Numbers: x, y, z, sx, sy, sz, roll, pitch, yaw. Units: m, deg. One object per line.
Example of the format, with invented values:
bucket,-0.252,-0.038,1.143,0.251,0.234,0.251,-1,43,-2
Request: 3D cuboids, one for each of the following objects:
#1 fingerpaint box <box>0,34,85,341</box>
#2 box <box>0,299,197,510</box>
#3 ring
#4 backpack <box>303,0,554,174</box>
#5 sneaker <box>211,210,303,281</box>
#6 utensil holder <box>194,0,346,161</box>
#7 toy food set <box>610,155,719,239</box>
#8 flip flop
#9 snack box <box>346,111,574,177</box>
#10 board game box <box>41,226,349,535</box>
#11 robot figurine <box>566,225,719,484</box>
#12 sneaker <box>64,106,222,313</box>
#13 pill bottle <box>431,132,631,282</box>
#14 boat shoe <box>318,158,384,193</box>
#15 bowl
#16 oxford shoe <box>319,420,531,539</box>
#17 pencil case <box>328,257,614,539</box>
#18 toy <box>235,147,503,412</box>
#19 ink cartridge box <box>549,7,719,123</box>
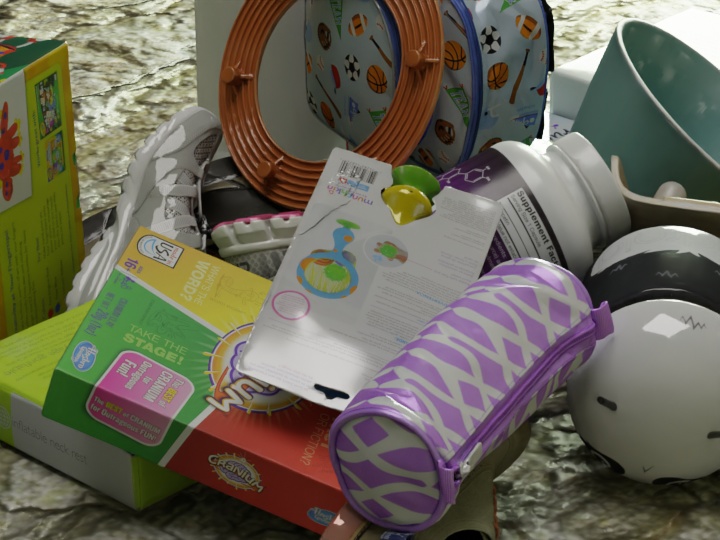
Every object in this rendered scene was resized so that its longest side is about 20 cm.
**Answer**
fingerpaint box,-0.258,-0.036,1.680,0.073,0.201,0.167,8,27,23
box,-0.147,0.085,1.591,0.199,0.048,0.122,22,34,39
ring,-0.026,-0.141,1.781,0.200,0.201,0.019,19,2,38
backpack,0.051,-0.165,1.850,0.154,0.201,0.190,-27,40,-30
sneaker,0.000,0.000,1.728,0.199,0.088,0.074,-5,4,-6
utensil holder,-0.051,-0.191,2.006,0.169,0.201,0.170,-1,24,1
toy food set,0.270,-0.018,1.669,0.199,0.144,0.061,9,59,22
flip flop,-0.120,-0.024,1.826,0.199,0.058,0.081,-22,45,-8
snack box,0.107,-0.077,1.926,0.142,0.053,0.200,-25,34,-38
board game box,-0.071,0.067,1.520,0.199,0.040,0.153,23,39,1
robot figurine,0.190,0.051,1.565,0.150,0.125,0.200,-26,18,19
sneaker,-0.132,-0.022,1.753,0.082,0.075,0.201,19,64,9
pill bottle,0.072,-0.010,1.645,0.199,0.113,0.112,-29,31,-9
boat shoe,0.052,-0.032,1.816,0.199,0.072,0.065,23,28,31
bowl,0.224,-0.072,1.793,0.200,0.105,0.201,34,25,-18
oxford shoe,0.052,0.141,1.458,0.074,0.071,0.200,31,41,20
pencil case,0.061,0.067,1.425,0.085,0.084,0.200,-2,28,35
toy,0.006,0.019,1.533,0.115,0.047,0.201,19,51,3
ink cartridge box,0.264,-0.132,1.997,0.145,0.088,0.200,19,34,37
